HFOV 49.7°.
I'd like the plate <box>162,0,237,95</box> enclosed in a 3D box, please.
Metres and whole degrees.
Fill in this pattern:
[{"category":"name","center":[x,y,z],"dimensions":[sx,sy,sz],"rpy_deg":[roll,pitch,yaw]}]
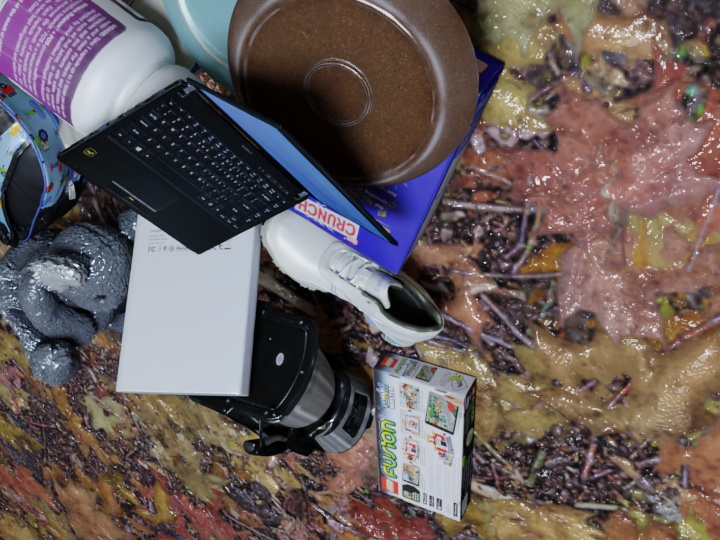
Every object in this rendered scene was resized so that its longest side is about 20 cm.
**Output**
[{"category":"plate","center":[-0.084,-0.218,0.600],"dimensions":[0.200,0.026,0.200],"rpy_deg":[16,128,21]}]

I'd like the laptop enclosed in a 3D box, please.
[{"category":"laptop","center":[-0.102,-0.055,0.616],"dimensions":[0.200,0.103,0.177],"rpy_deg":[-25,144,18]}]

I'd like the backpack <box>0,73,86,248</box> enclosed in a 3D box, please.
[{"category":"backpack","center":[-0.377,-0.150,0.850],"dimensions":[0.183,0.135,0.200],"rpy_deg":[48,143,-3]}]

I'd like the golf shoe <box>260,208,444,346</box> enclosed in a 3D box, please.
[{"category":"golf shoe","center":[0.000,0.000,0.740],"dimensions":[0.200,0.078,0.097],"rpy_deg":[33,169,-14]}]

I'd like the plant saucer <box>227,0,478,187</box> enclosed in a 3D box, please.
[{"category":"plant saucer","center":[-0.013,-0.139,0.585],"dimensions":[0.200,0.035,0.200],"rpy_deg":[11,134,12]}]

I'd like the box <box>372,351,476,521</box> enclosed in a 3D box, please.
[{"category":"box","center":[0.072,0.192,0.890],"dimensions":[0.110,0.035,0.200],"rpy_deg":[15,128,24]}]

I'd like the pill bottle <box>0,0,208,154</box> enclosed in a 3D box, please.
[{"category":"pill bottle","center":[-0.231,-0.180,0.659],"dimensions":[0.200,0.112,0.112],"rpy_deg":[37,134,6]}]

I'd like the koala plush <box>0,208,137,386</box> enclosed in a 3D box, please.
[{"category":"koala plush","center":[-0.331,0.004,0.921],"dimensions":[0.184,0.177,0.200],"rpy_deg":[53,139,-2]}]

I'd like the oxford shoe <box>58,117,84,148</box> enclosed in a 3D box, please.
[{"category":"oxford shoe","center":[-0.281,-0.185,0.784],"dimensions":[0.058,0.075,0.200],"rpy_deg":[-12,88,20]}]

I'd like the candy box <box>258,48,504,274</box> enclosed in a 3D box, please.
[{"category":"candy box","center":[0.006,-0.123,0.681],"dimensions":[0.169,0.077,0.200],"rpy_deg":[31,132,9]}]

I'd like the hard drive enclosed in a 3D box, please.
[{"category":"hard drive","center":[-0.162,0.018,0.749],"dimensions":[0.132,0.200,0.027],"rpy_deg":[-2,165,18]}]

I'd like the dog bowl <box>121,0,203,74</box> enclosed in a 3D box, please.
[{"category":"dog bowl","center":[-0.194,-0.271,0.703],"dimensions":[0.200,0.079,0.200],"rpy_deg":[17,129,22]}]

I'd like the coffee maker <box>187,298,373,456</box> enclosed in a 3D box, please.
[{"category":"coffee maker","center":[-0.098,0.109,0.835],"dimensions":[0.192,0.135,0.200],"rpy_deg":[38,171,29]}]
